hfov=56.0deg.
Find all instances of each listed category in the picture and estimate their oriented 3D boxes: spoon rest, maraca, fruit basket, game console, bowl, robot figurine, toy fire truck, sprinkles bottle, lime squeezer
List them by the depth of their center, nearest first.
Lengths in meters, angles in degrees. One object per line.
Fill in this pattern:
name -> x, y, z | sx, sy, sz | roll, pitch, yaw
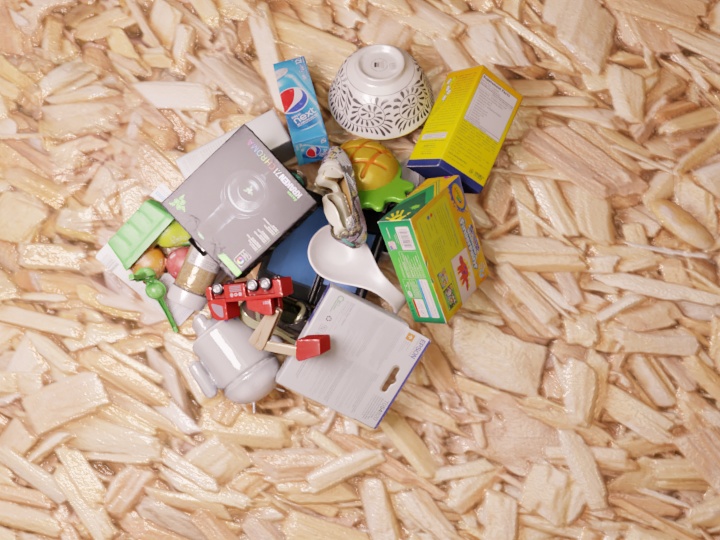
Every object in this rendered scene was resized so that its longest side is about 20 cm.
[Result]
toy fire truck -> -0.156, 0.081, 1.124 | 0.200, 0.049, 0.141 | -6, 93, 19
spoon rest -> 0.000, 0.000, 1.161 | 0.200, 0.061, 0.099 | 38, 83, -3
sprinkles bottle -> -0.269, -0.030, 1.194 | 0.068, 0.068, 0.200 | 25, 90, 3
lime squeezer -> -0.363, 0.036, 1.194 | 0.038, 0.200, 0.071 | -34, 60, -12
robot figurine -> -0.219, 0.153, 1.208 | 0.170, 0.113, 0.200 | -34, 84, -22
game console -> -0.066, -0.036, 1.220 | 0.171, 0.118, 0.200 | 15, 83, 42
maraca -> 0.013, -0.169, 1.221 | 0.137, 0.107, 0.200 | -23, 45, -12
bowl -> 0.036, -0.347, 1.237 | 0.200, 0.094, 0.201 | -1, 64, 2
fruit basket -> -0.350, -0.028, 1.252 | 0.200, 0.094, 0.185 | 41, 93, -16

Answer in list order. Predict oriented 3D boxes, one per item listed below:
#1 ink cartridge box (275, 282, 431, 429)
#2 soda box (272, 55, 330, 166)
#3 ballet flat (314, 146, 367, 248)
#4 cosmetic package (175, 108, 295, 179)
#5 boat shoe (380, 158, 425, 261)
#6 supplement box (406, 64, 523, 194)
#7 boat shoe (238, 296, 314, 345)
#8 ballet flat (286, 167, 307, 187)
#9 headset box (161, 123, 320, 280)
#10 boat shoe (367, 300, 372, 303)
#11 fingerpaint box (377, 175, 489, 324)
ink cartridge box -> -0.013, 0.149, 1.169 | 0.200, 0.041, 0.200 | 29, 101, -11
soda box -> -0.108, -0.294, 1.242 | 0.064, 0.068, 0.200 | -16, 61, -2
ballet flat -> -0.040, -0.132, 1.141 | 0.072, 0.072, 0.200 | -15, 67, -1
cosmetic package -> -0.226, -0.209, 1.252 | 0.200, 0.101, 0.071 | -28, 84, -3
boat shoe -> 0.071, -0.117, 1.256 | 0.072, 0.069, 0.200 | 23, 85, 3
supplement box -> 0.189, -0.252, 1.232 | 0.109, 0.109, 0.200 | 28, 84, -28
boat shoe -> -0.115, 0.087, 1.205 | 0.201, 0.066, 0.072 | 19, 47, -19
ballet flat -> -0.167, -0.145, 1.226 | 0.200, 0.067, 0.068 | -20, 112, 32
headset box -> -0.197, -0.105, 1.112 | 0.200, 0.093, 0.174 | -42, 91, 3
boat shoe -> -0.007, 0.153, 1.232 | 0.069, 0.071, 0.200 | 25, 94, 0
fingerpaint box -> 0.130, -0.037, 1.167 | 0.167, 0.073, 0.200 | -43, 121, -40
